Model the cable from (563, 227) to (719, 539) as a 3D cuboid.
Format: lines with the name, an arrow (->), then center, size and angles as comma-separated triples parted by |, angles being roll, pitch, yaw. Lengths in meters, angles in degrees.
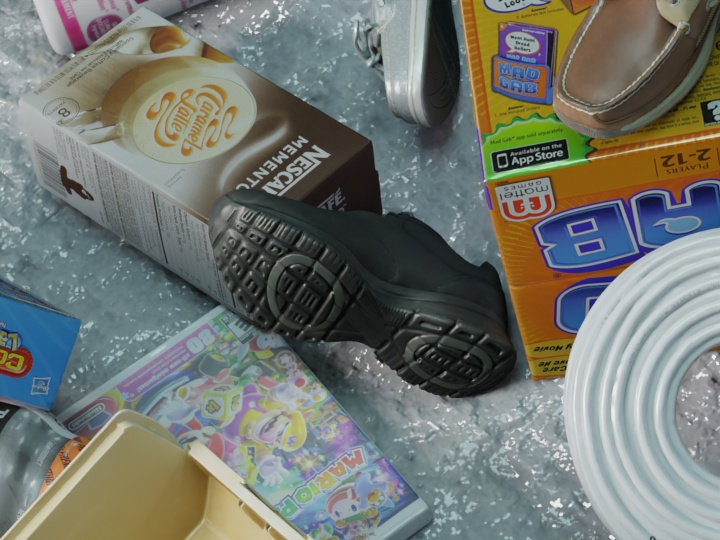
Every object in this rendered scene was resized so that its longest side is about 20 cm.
cable -> 0.209, 0.076, 1.522 | 0.199, 0.069, 0.201 | 6, 92, 3

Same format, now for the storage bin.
storage bin -> -0.110, 0.195, 1.466 | 0.199, 0.094, 0.200 | -48, 37, -6

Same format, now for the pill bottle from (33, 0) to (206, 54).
pill bottle -> -0.125, -0.226, 1.840 | 0.199, 0.113, 0.114 | -22, 53, -3

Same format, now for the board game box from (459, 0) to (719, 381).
board game box -> 0.171, -0.087, 1.619 | 0.199, 0.200, 0.200 | -10, 54, 6

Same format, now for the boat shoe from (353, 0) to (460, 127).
boat shoe -> 0.022, -0.165, 1.792 | 0.065, 0.075, 0.202 | -14, 49, 11

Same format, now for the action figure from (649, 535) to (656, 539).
action figure -> 0.218, 0.185, 1.445 | 0.102, 0.119, 0.200 | -17, 9, -40

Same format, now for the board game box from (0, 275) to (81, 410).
board game box -> -0.288, 0.008, 1.622 | 0.200, 0.195, 0.056 | 22, 93, 62

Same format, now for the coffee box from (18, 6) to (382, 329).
coffee box -> -0.097, -0.066, 1.731 | 0.200, 0.080, 0.114 | 31, 58, 30

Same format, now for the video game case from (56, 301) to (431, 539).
video game case -> -0.072, 0.116, 1.646 | 0.143, 0.018, 0.200 | -34, 55, -12

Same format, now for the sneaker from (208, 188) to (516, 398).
sneaker -> 0.000, 0.000, 1.640 | 0.076, 0.200, 0.091 | -44, 28, 37

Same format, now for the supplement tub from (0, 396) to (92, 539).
supplement tub -> -0.247, 0.124, 1.610 | 0.199, 0.123, 0.123 | 11, 58, 12

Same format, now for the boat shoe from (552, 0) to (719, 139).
boat shoe -> 0.162, -0.157, 1.501 | 0.076, 0.072, 0.200 | 23, 63, 26
